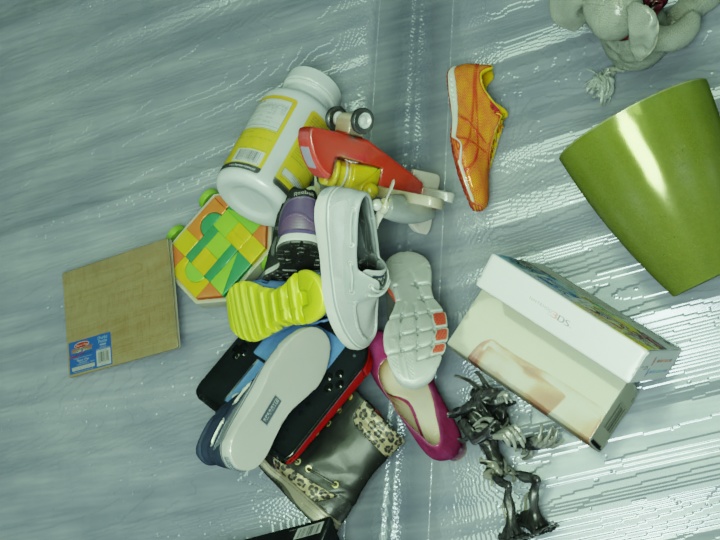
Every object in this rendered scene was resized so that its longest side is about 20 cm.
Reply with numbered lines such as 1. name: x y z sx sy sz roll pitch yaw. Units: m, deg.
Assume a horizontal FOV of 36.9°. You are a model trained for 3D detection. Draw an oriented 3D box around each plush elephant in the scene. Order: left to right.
1. plush elephant: 0.321 -0.317 1.301 0.163 0.155 0.202 29 85 25

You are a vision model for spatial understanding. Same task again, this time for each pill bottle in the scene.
1. pill bottle: -0.100 -0.167 1.423 0.111 0.113 0.202 15 62 23

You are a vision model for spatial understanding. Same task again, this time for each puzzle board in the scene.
1. puzzle board: -0.330 0.054 1.487 0.198 0.017 0.153 -16 73 28

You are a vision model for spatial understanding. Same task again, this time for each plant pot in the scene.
1. plant pot: 0.352 -0.081 1.224 0.185 0.187 0.202 -27 82 10

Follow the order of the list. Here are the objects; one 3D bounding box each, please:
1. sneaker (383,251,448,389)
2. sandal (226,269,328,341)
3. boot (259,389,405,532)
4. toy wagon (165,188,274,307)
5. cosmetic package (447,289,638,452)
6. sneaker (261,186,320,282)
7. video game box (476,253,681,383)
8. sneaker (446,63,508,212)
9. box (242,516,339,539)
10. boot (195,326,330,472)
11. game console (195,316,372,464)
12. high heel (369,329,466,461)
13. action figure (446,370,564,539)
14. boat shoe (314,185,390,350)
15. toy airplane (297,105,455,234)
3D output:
1. sneaker: 0.065 0.071 1.299 0.076 0.083 0.202 0 46 1
2. sandal: -0.089 0.043 1.348 0.198 0.086 0.081 -7 89 42
3. boot: -0.052 0.205 1.328 0.151 0.073 0.200 -47 58 -2
4. toy wagon: -0.172 -0.047 1.466 0.155 0.040 0.200 42 91 25
5. cosmetic package: 0.210 0.112 1.242 0.199 0.103 0.088 35 89 27
6. sneaker: -0.078 -0.040 1.356 0.074 0.200 0.089 6 70 -12
7. video game box: 0.247 0.054 1.202 0.199 0.182 0.047 34 100 26
8. sneaker: 0.151 -0.174 1.370 0.076 0.073 0.203 -4 75 8
9. box: -0.107 0.389 1.257 0.197 0.079 0.143 -18 103 14
10. boot: -0.119 0.147 1.282 0.090 0.073 0.201 -6 40 51
11. game console: -0.095 0.128 1.341 0.199 0.031 0.177 27 67 42
12. high heel: 0.054 0.144 1.293 0.067 0.096 0.201 -34 66 7
13. action figure: 0.171 0.201 1.225 0.102 0.118 0.203 -30 70 42
14. boat shoe: 0.000 0.000 1.249 0.068 0.072 0.203 5 110 33
15. toy airplane: 0.016 -0.094 1.327 0.197 0.200 0.142 27 81 12
